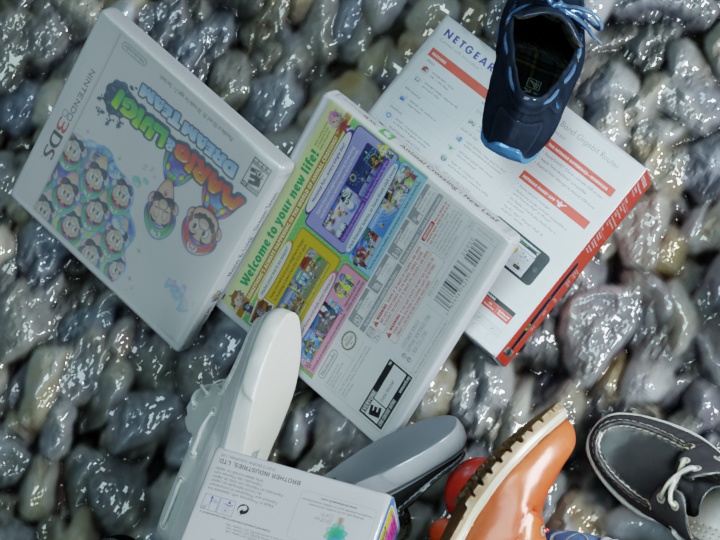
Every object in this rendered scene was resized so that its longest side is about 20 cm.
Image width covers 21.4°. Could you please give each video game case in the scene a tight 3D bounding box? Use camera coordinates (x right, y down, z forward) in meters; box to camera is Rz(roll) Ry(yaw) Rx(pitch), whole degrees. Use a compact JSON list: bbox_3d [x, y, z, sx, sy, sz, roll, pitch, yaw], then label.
[{"bbox_3d":[0.000,0.000,1.411,0.182,0.022,0.201,39,117,17],"label":"video game case"},{"bbox_3d":[-0.164,-0.069,1.466,0.200,0.024,0.183,41,117,18],"label":"video game case"}]

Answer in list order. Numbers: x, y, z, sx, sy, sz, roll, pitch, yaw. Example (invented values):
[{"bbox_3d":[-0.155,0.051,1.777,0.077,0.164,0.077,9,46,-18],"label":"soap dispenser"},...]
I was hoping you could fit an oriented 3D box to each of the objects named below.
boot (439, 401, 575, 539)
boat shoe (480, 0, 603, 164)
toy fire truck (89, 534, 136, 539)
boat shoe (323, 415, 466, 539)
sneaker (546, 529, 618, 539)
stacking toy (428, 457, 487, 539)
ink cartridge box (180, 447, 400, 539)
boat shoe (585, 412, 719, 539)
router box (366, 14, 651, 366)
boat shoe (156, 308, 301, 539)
[{"bbox_3d":[0.106,0.191,1.317,0.107,0.075,0.201,35,82,2],"label":"boot"},{"bbox_3d":[0.140,-0.162,1.389,0.083,0.069,0.201,15,47,-6],"label":"boat shoe"},{"bbox_3d":[-0.176,0.317,1.392,0.175,0.129,0.202,21,96,16],"label":"toy fire truck"},{"bbox_3d":[0.002,0.180,1.394,0.199,0.070,0.067,-33,105,9],"label":"boat shoe"},{"bbox_3d":[0.134,0.279,1.353,0.077,0.076,0.202,20,83,38],"label":"sneaker"},{"bbox_3d":[0.063,0.231,1.369,0.085,0.085,0.202,19,80,16],"label":"stacking toy"},{"bbox_3d":[-0.068,0.237,1.293,0.135,0.077,0.201,13,63,15],"label":"ink cartridge box"},{"bbox_3d":[0.244,0.165,1.346,0.199,0.060,0.074,38,90,17],"label":"boat shoe"},{"bbox_3d":[0.087,-0.060,1.433,0.200,0.049,0.180,40,90,17],"label":"router box"},{"bbox_3d":[-0.101,0.119,1.429,0.068,0.072,0.202,20,102,22],"label":"boat shoe"}]
